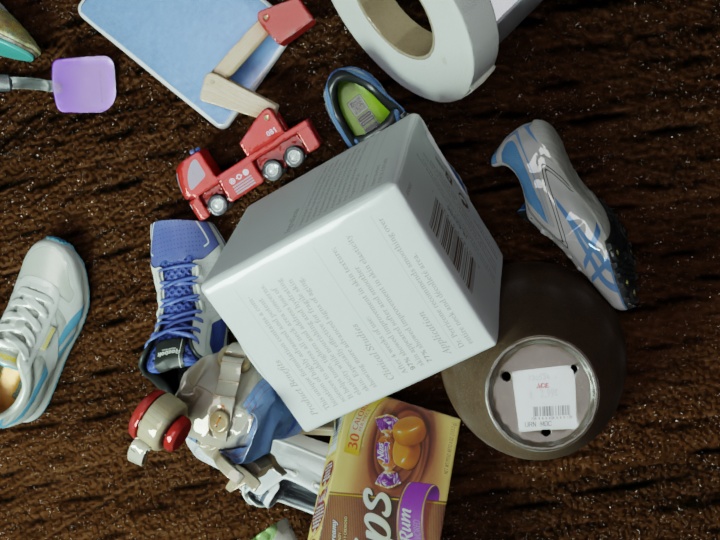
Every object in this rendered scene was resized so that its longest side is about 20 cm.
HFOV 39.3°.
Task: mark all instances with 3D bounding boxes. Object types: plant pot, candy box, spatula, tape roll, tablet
[{"bbox_3d":[0.158,0.093,0.898,0.184,0.200,0.190,0,94,7],"label":"plant pot"},{"bbox_3d":[0.018,0.224,0.941,0.115,0.057,0.203,18,64,-9],"label":"candy box"},{"bbox_3d":[-0.348,-0.192,1.037,0.197,0.021,0.057,2,109,10],"label":"spatula"},{"bbox_3d":[0.040,-0.241,0.895,0.037,0.203,0.203,-42,87,-17],"label":"tape roll"},{"bbox_3d":[-0.176,-0.253,1.015,0.199,0.014,0.131,39,97,3],"label":"tablet"}]

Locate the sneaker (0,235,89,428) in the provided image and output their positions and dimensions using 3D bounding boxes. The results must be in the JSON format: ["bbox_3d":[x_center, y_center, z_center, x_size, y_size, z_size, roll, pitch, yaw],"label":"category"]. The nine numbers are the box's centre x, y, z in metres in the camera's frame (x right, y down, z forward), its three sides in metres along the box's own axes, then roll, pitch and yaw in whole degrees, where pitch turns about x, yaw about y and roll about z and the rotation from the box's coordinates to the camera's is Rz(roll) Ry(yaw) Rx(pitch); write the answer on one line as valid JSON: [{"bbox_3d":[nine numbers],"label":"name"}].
[{"bbox_3d":[-0.335,0.065,1.023,0.075,0.081,0.203,17,94,8],"label":"sneaker"}]

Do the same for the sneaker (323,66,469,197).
[{"bbox_3d":[0.029,-0.109,0.958,0.078,0.089,0.200,-41,88,9],"label":"sneaker"}]

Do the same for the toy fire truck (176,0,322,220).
[{"bbox_3d":[-0.109,-0.156,0.984,0.198,0.049,0.142,-31,98,7],"label":"toy fire truck"}]

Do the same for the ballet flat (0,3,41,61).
[{"bbox_3d":[-0.415,-0.265,1.024,0.197,0.071,0.072,12,95,7],"label":"ballet flat"}]

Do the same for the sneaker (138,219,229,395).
[{"bbox_3d":[-0.167,0.050,0.982,0.079,0.115,0.203,-7,93,7],"label":"sneaker"}]

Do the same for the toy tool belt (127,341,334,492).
[{"bbox_3d":[-0.102,0.134,0.895,0.122,0.200,0.126,30,108,15],"label":"toy tool belt"}]

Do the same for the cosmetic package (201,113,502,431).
[{"bbox_3d":[0.000,0.000,0.890,0.198,0.167,0.168,-26,111,21],"label":"cosmetic package"}]

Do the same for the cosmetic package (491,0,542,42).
[{"bbox_3d":[0.120,-0.346,0.916,0.199,0.123,0.200,-44,89,8],"label":"cosmetic package"}]

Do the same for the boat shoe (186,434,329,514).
[{"bbox_3d":[-0.084,0.202,0.995,0.197,0.069,0.072,20,139,-1],"label":"boat shoe"}]

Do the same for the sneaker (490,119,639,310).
[{"bbox_3d":[0.198,-0.047,0.957,0.072,0.072,0.201,-32,92,33],"label":"sneaker"}]

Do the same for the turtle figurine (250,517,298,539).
[{"bbox_3d":[-0.071,0.357,0.963,0.199,0.144,0.195,-32,75,-18],"label":"turtle figurine"}]
